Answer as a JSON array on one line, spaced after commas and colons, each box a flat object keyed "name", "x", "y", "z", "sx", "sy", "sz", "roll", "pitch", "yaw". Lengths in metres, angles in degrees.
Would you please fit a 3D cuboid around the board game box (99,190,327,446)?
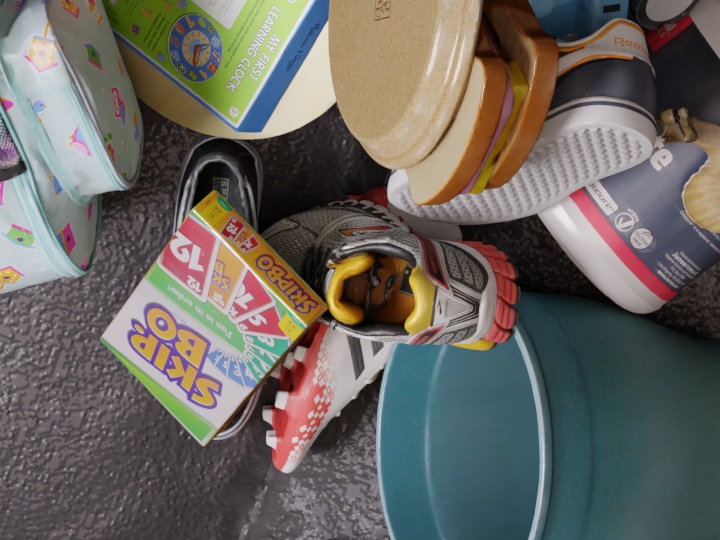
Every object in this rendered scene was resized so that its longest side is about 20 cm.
[{"name": "board game box", "x": -0.093, "y": 0.035, "z": 1.721, "sx": 0.096, "sy": 0.200, "sz": 0.030, "roll": 46, "pitch": 58, "yaw": 4}]

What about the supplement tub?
[{"name": "supplement tub", "x": 0.202, "y": -0.082, "z": 1.717, "sx": 0.200, "sy": 0.140, "sz": 0.140, "roll": -38, "pitch": 103, "yaw": 12}]

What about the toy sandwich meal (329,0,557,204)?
[{"name": "toy sandwich meal", "x": 0.046, "y": -0.142, "z": 1.583, "sx": 0.070, "sy": 0.205, "sz": 0.206, "roll": 4, "pitch": 109, "yaw": -22}]

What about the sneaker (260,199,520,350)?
[{"name": "sneaker", "x": 0.000, "y": 0.000, "z": 1.683, "sx": 0.082, "sy": 0.200, "sz": 0.078, "roll": 0, "pitch": 96, "yaw": -42}]

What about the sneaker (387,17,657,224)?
[{"name": "sneaker", "x": 0.096, "y": -0.084, "z": 1.640, "sx": 0.078, "sy": 0.080, "sz": 0.200, "roll": 25, "pitch": 151, "yaw": -35}]

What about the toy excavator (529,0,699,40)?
[{"name": "toy excavator", "x": 0.090, "y": -0.162, "z": 1.661, "sx": 0.200, "sy": 0.100, "sz": 0.195, "roll": -22, "pitch": 147, "yaw": -15}]

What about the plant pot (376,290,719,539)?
[{"name": "plant pot", "x": 0.138, "y": 0.106, "z": 1.744, "sx": 0.187, "sy": 0.200, "sz": 0.201, "roll": 1, "pitch": 109, "yaw": -27}]

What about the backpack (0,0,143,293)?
[{"name": "backpack", "x": -0.210, "y": -0.088, "z": 1.703, "sx": 0.153, "sy": 0.176, "sz": 0.201, "roll": -9, "pitch": 118, "yaw": 4}]

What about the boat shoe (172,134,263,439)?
[{"name": "boat shoe", "x": -0.089, "y": 0.017, "z": 1.790, "sx": 0.073, "sy": 0.068, "sz": 0.200, "roll": 8, "pitch": 107, "yaw": -2}]

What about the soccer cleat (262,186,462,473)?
[{"name": "soccer cleat", "x": -0.001, "y": 0.043, "z": 1.799, "sx": 0.085, "sy": 0.069, "sz": 0.200, "roll": 17, "pitch": 107, "yaw": -13}]

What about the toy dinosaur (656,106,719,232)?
[{"name": "toy dinosaur", "x": 0.238, "y": -0.041, "z": 1.646, "sx": 0.101, "sy": 0.058, "sz": 0.200, "roll": -21, "pitch": 124, "yaw": 20}]

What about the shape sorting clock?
[{"name": "shape sorting clock", "x": -0.081, "y": -0.175, "z": 1.724, "sx": 0.199, "sy": 0.039, "sz": 0.201, "roll": 10, "pitch": 113, "yaw": 24}]
